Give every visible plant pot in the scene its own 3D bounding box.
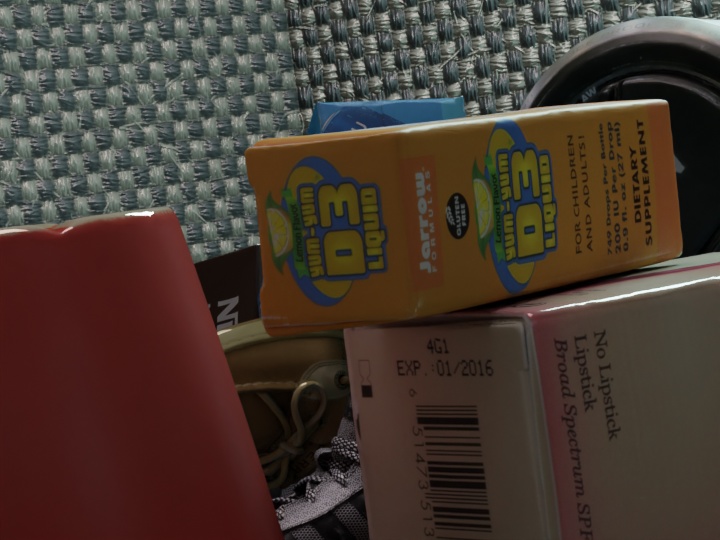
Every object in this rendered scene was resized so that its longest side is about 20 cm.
[{"bbox_3d":[-0.120,0.075,0.822,0.200,0.178,0.200,-8,1,0],"label":"plant pot"}]

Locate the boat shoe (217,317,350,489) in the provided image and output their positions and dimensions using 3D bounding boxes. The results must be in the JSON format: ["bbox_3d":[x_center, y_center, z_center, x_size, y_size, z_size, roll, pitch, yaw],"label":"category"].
[{"bbox_3d":[-0.004,0.068,1.044,0.200,0.063,0.073,13,-48,-45],"label":"boat shoe"}]

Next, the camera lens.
[{"bbox_3d":[0.169,-0.041,1.185,0.159,0.161,0.200,-7,1,25],"label":"camera lens"}]

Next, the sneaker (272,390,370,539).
[{"bbox_3d":[-0.011,0.084,0.963,0.199,0.114,0.075,-7,7,-11],"label":"sneaker"}]

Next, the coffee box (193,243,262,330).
[{"bbox_3d":[-0.103,0.069,1.247,0.200,0.115,0.080,-17,-27,35],"label":"coffee box"}]

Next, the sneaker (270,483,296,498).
[{"bbox_3d":[-0.074,0.083,1.088,0.199,0.114,0.075,-9,2,-20],"label":"sneaker"}]

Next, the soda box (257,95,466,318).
[{"bbox_3d":[0.000,0.000,1.075,0.064,0.068,0.200,-3,-24,-11],"label":"soda box"}]

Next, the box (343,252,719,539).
[{"bbox_3d":[0.108,0.065,0.910,0.199,0.128,0.109,-10,3,-37],"label":"box"}]

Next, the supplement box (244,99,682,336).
[{"bbox_3d":[0.042,-0.023,0.875,0.069,0.067,0.200,-3,5,35],"label":"supplement box"}]
